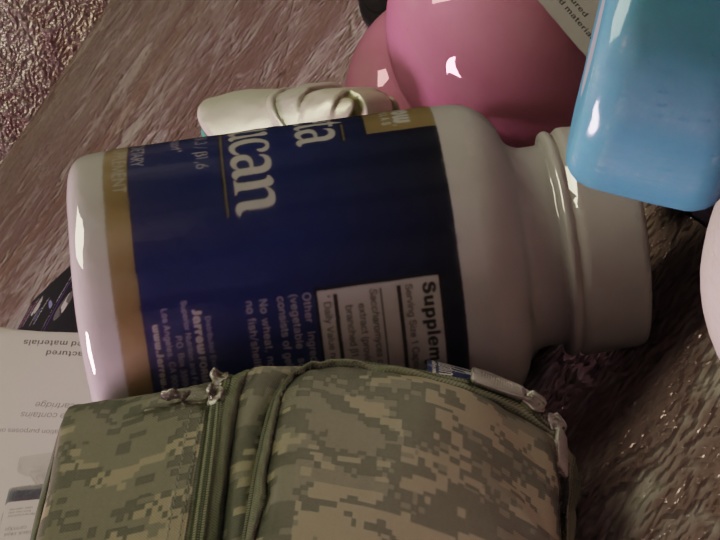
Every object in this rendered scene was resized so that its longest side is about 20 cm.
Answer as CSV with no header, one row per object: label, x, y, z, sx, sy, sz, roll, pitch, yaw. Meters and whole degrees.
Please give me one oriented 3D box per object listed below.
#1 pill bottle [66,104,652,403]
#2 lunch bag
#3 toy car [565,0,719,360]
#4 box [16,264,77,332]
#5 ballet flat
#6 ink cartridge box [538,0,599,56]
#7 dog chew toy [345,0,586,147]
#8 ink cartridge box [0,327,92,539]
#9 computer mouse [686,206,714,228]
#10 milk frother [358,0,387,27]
pill bottle,0.000,0.000,0.767,0.111,0.198,0.112,172,90,-88
lunch bag,-0.011,0.120,0.659,0.166,0.140,0.200,-8,29,7
toy car,0.136,-0.004,0.526,0.177,0.183,0.201,-73,-4,-48
box,-0.099,0.046,1.091,0.200,0.122,0.106,-37,22,46
ballet flat,0.010,-0.037,0.884,0.200,0.069,0.070,42,97,32
ink cartridge box,0.161,-0.183,0.812,0.200,0.083,0.145,-37,7,46
dog chew toy,0.050,-0.081,0.950,0.200,0.124,0.125,-48,15,50
ink cartridge box,-0.113,0.145,0.822,0.146,0.084,0.201,83,-166,-51
computer mouse,0.149,-0.055,0.736,0.139,0.053,0.200,-49,6,11
milk frother,0.013,-0.256,1.265,0.188,0.199,0.181,-29,33,57
